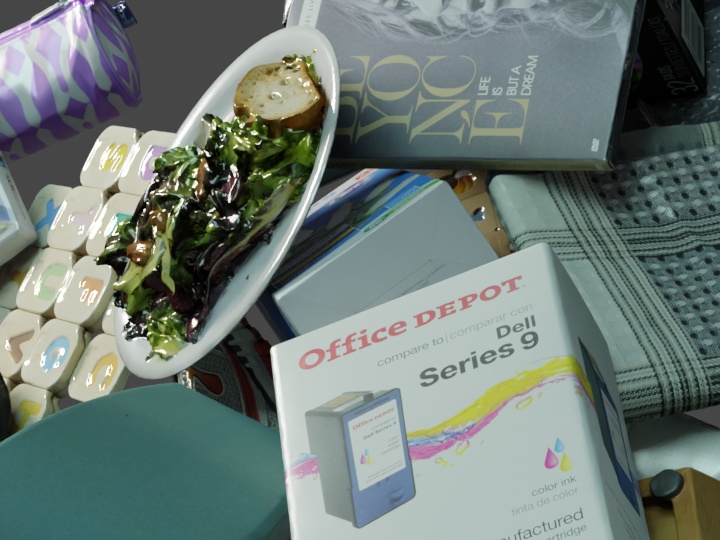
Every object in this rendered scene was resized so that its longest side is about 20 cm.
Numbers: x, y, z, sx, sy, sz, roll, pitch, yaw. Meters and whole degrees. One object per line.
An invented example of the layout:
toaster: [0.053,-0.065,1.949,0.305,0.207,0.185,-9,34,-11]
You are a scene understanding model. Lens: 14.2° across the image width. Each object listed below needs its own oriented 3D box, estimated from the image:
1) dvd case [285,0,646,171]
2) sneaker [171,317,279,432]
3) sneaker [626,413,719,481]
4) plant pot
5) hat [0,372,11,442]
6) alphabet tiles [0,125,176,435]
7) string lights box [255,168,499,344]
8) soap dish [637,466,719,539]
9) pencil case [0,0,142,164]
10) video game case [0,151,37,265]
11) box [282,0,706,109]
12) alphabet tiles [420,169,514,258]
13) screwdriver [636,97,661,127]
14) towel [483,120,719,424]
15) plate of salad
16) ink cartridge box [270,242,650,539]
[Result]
dvd case: [0.049,-0.122,1.500,0.200,0.016,0.149,1,67,27]
sneaker: [-0.074,0.071,1.522,0.082,0.078,0.200,-39,41,-10]
sneaker: [0.095,0.078,1.415,0.200,0.080,0.070,11,53,31]
plant pot: [-0.111,0.146,1.370,0.141,0.141,0.200,25,35,18]
hat: [-0.238,0.076,1.575,0.081,0.201,0.201,-8,30,-31]
alphabet tiles: [-0.162,0.010,1.618,0.196,0.015,0.200,13,74,57]
string lights box: [0.000,0.000,1.489,0.103,0.059,0.200,-35,10,-5]
soap dish: [0.090,0.179,1.313,0.200,0.081,0.157,-18,41,14]
pencil case: [-0.232,-0.106,1.790,0.200,0.086,0.084,-24,34,7]
video game case: [-0.303,-0.036,1.726,0.200,0.022,0.182,-35,60,14]
box: [0.077,-0.166,1.614,0.200,0.149,0.124,-10,55,21]
alphabet tiles: [0.064,0.007,1.564,0.166,0.006,0.200,-22,41,10]
screwdriver: [0.179,-0.035,1.521,0.029,0.028,0.200,-9,39,-21]
towel: [0.174,-0.011,1.442,0.192,0.035,0.200,-10,42,-12]
plate of salad: [-0.078,-0.040,1.478,0.200,0.048,0.200,-41,34,36]
ink cartridge box: [0.046,0.103,1.286,0.145,0.088,0.200,-20,41,12]
